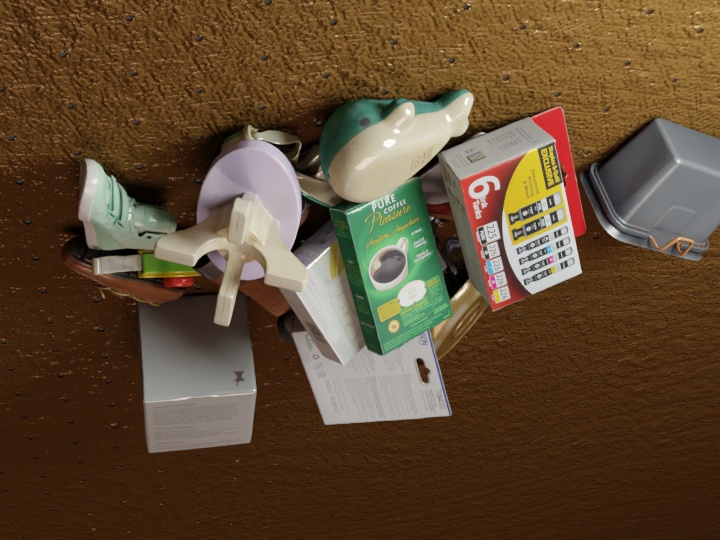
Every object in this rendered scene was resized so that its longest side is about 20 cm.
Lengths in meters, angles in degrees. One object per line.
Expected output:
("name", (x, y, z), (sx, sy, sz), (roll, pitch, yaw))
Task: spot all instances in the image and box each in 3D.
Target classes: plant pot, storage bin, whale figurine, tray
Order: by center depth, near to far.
("whale figurine", (0.039, -0.168, 1.570), (0.199, 0.104, 0.160), (-29, 158, -14))
("tray", (0.125, -0.123, 1.726), (0.107, 0.022, 0.199), (17, 142, -37))
("storage bin", (0.417, -0.108, 1.731), (0.198, 0.147, 0.135), (12, 135, -33))
("plant pot", (0.149, 0.067, 1.939), (0.200, 0.027, 0.200), (-48, 167, -14))

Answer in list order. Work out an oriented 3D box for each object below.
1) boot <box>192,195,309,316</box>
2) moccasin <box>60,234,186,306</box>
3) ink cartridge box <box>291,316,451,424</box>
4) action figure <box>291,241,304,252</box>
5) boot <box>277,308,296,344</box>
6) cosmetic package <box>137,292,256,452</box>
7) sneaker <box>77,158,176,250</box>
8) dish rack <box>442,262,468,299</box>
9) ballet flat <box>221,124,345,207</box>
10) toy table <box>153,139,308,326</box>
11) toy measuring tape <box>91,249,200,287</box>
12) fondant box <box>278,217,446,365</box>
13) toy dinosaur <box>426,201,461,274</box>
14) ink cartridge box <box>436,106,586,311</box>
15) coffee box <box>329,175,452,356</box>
("boot", (-0.097, -0.014, 1.730), (0.188, 0.069, 0.199), (-36, 141, 19))
("moccasin", (-0.329, 0.004, 1.784), (0.077, 0.074, 0.201), (-35, 153, 24))
("ink cartridge box", (0.019, 0.138, 1.880), (0.197, 0.044, 0.198), (-6, 130, 12))
("action figure", (-0.085, -0.007, 1.848), (0.198, 0.055, 0.118), (3, 147, -28))
("boot", (-0.013, 0.060, 1.925), (0.198, 0.070, 0.132), (-10, 161, -37))
("cosmetic package", (-0.248, 0.156, 1.971), (0.165, 0.168, 0.201), (-3, 152, -10))
("sneaker", (-0.288, -0.083, 1.625), (0.117, 0.075, 0.201), (1, 160, -4))
("dish rack", (0.090, 0.064, 1.944), (0.198, 0.055, 0.154), (-14, 148, -38))
("ballet flat", (-0.078, -0.132, 1.618), (0.199, 0.070, 0.069), (17, 142, -37))
("toy table", (-0.144, -0.040, 1.559), (0.181, 0.118, 0.202), (4, 130, 7))
("toy measuring tape", (-0.266, -0.010, 1.735), (0.073, 0.074, 0.199), (-28, 167, 31))
("fondant box", (0.000, 0.000, 1.693), (0.058, 0.200, 0.145), (18, 146, 55))
("toy dinosaur", (0.182, -0.070, 1.732), (0.180, 0.105, 0.200), (-33, 142, 1))
("ink cartridge box", (0.208, -0.079, 1.644), (0.174, 0.084, 0.202), (-23, 123, -7))
("coffee box", (0.041, -0.009, 1.656), (0.122, 0.044, 0.202), (-28, 115, -26))
